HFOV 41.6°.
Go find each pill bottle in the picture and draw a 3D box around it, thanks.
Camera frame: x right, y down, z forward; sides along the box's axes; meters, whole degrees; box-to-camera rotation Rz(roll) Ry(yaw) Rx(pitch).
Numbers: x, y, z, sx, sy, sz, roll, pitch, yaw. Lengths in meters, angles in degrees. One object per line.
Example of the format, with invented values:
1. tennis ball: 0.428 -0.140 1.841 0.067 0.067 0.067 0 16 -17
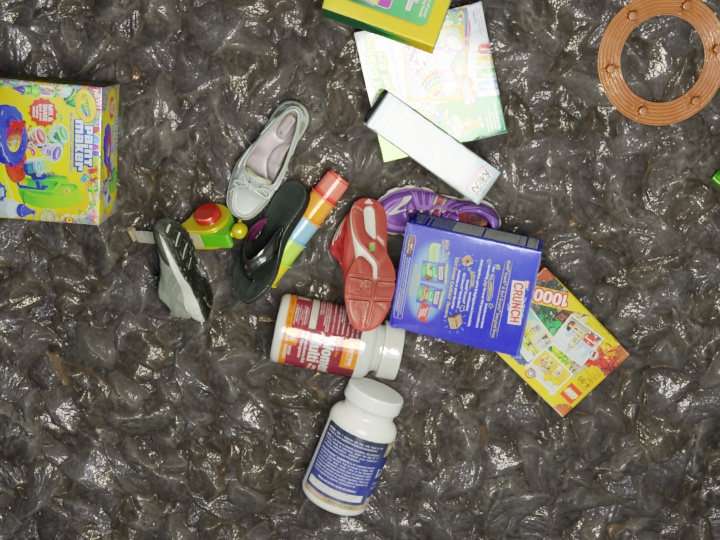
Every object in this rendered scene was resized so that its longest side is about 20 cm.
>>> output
1. pill bottle: -0.010 0.280 1.522 0.115 0.116 0.201 20 102 -5
2. pill bottle: -0.036 0.108 1.485 0.199 0.110 0.110 12 103 -3

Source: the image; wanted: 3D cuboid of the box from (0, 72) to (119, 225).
1. box: -0.466 -0.183 1.406 0.191 0.122 0.201 4 103 -3

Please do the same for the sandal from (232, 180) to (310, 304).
1. sandal: -0.146 -0.048 1.434 0.075 0.048 0.201 20 82 33

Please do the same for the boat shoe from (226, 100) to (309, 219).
1. boat shoe: -0.144 -0.165 1.442 0.074 0.065 0.202 33 103 -7

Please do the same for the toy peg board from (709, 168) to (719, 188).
1. toy peg board: 0.619 -0.163 1.398 0.098 0.200 0.199 43 99 5

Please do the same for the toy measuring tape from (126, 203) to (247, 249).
1. toy measuring tape: -0.263 -0.071 1.474 0.199 0.074 0.074 3 104 19

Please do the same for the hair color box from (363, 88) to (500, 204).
1. hair color box: 0.102 -0.182 1.384 0.199 0.099 0.061 35 100 -9

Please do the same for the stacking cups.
1. stacking cups: -0.092 -0.067 1.477 0.060 0.061 0.200 39 95 -9

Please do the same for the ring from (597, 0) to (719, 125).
1. ring: 0.461 -0.321 1.441 0.199 0.019 0.202 0 103 0

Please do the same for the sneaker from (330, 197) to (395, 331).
1. sneaker: 0.000 0.000 1.449 0.078 0.115 0.201 9 76 -16

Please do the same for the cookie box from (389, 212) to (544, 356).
1. cookie box: 0.157 0.020 1.407 0.199 0.075 0.172 13 111 10

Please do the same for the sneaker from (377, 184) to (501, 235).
1. sneaker: 0.118 -0.086 1.457 0.199 0.083 0.081 2 103 -1

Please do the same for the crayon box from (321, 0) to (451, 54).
1. crayon box: 0.057 -0.438 1.363 0.172 0.058 0.201 19 91 0

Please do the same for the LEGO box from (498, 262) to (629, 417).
1. LEGO box: 0.299 0.105 1.506 0.200 0.077 0.149 44 98 -10

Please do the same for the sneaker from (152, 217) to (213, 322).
1. sneaker: -0.287 0.006 1.447 0.079 0.074 0.201 -2 134 9

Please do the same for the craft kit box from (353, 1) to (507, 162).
1. craft kit box: 0.106 -0.284 1.433 0.196 0.049 0.201 -13 103 5
